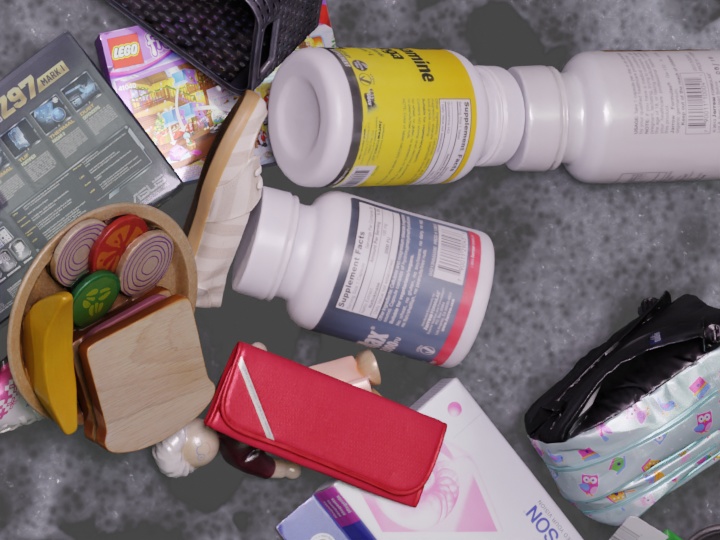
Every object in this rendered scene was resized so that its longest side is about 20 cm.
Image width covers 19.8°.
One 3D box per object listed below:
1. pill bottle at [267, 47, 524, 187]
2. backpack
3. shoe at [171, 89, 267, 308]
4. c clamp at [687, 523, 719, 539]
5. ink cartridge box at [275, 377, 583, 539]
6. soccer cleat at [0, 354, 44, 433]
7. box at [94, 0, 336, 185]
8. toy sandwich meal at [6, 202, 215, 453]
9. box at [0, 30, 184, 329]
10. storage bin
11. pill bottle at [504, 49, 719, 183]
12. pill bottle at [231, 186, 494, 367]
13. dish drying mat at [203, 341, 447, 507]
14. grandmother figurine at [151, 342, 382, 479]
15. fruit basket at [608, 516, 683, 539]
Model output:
[{"bbox_3d":[0.033,-0.127,1.699,0.199,0.112,0.113,-3,85,-34],"label":"pill bottle"},{"bbox_3d":[0.242,0.118,1.745,0.199,0.167,0.127,-36,99,-8],"label":"backpack"},{"bbox_3d":[-0.110,-0.055,1.683,0.053,0.070,0.201,19,116,-9],"label":"shoe"},{"bbox_3d":[0.357,0.291,1.778,0.199,0.027,0.172,-18,95,15],"label":"c clamp"},{"bbox_3d":[0.065,0.228,1.746,0.200,0.043,0.197,-40,95,-15],"label":"ink cartridge box"},{"bbox_3d":[-0.261,0.095,1.663,0.200,0.070,0.086,-45,107,-10],"label":"soccer cleat"},{"bbox_3d":[-0.112,-0.150,1.737,0.199,0.039,0.138,-13,89,-14],"label":"box"},{"bbox_3d":[-0.188,0.048,1.612,0.204,0.070,0.206,-23,125,-37],"label":"toy sandwich meal"},{"bbox_3d":[-0.267,-0.071,1.664,0.200,0.051,0.158,-38,90,-5],"label":"box"},{"bbox_3d":[-0.133,-0.253,1.660,0.200,0.135,0.094,37,64,13],"label":"storage bin"},{"bbox_3d":[0.224,-0.133,1.780,0.198,0.114,0.115,-2,85,-14],"label":"pill bottle"},{"bbox_3d":[0.000,0.000,1.710,0.199,0.120,0.120,16,81,-11],"label":"pill bottle"},{"bbox_3d":[-0.026,0.127,1.685,0.199,0.018,0.077,23,84,-20],"label":"dish drying mat"},{"bbox_3d":[-0.079,0.120,1.710,0.199,0.061,0.122,-18,95,-15],"label":"grandmother figurine"},{"bbox_3d":[0.241,0.324,1.749,0.185,0.094,0.200,35,115,-6],"label":"fruit basket"}]
